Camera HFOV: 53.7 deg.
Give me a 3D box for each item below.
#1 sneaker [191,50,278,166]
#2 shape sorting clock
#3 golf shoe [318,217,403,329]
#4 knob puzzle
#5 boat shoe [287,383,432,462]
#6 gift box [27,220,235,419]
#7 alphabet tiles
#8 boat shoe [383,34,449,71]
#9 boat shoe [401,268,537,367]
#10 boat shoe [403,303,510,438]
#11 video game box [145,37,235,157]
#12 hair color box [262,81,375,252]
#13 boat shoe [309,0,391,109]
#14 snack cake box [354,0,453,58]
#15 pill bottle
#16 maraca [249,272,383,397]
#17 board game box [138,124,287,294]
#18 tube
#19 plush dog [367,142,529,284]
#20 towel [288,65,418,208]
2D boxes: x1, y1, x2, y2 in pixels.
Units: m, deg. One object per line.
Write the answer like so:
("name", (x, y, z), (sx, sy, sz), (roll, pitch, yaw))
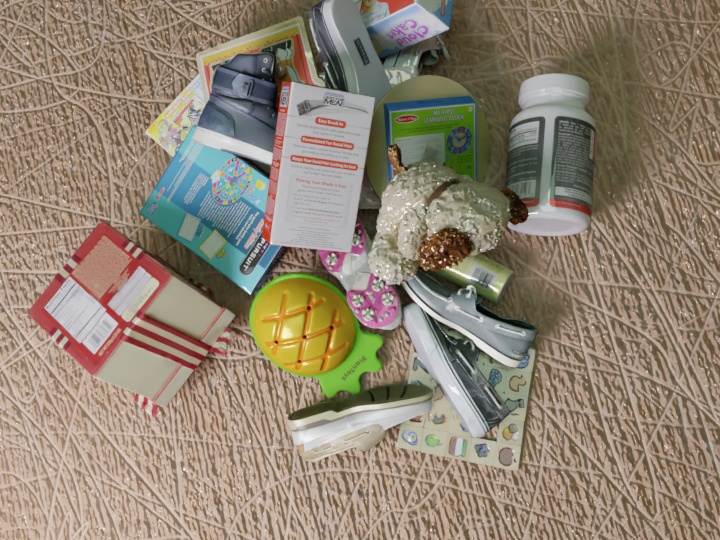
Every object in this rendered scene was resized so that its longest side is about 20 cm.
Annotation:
("sneaker", (-0.107, -0.210, 0.954), (0.202, 0.077, 0.147), (17, 95, -15))
("shape sorting clock", (0.094, -0.168, 0.988), (0.199, 0.039, 0.201), (-7, 107, -24))
("golf shoe", (0.000, 0.000, 0.997), (0.075, 0.092, 0.200), (-29, 66, 10))
("knob puzzle", (-0.141, -0.236, 1.008), (0.219, 0.030, 0.220), (2, 97, 18))
("boat shoe", (0.005, 0.206, 0.966), (0.199, 0.075, 0.069), (-14, 97, 7))
("gift box", (-0.295, 0.077, 0.965), (0.200, 0.187, 0.185), (38, 85, 28))
("alphabet tiles", (0.148, 0.159, 0.983), (0.167, 0.008, 0.201), (9, 81, 10))
("boat shoe", (0.094, -0.326, 1.044), (0.086, 0.075, 0.202), (22, 86, 11))
("boat shoe", (0.146, 0.048, 0.956), (0.200, 0.073, 0.062), (36, 114, 6))
("boat shoe", (0.129, 0.124, 0.961), (0.071, 0.072, 0.200), (-30, 87, -7))
("video game box", (-0.192, -0.220, 1.078), (0.182, 0.047, 0.200), (43, 88, 8))
("hair color box", (-0.055, -0.131, 0.908), (0.111, 0.064, 0.201), (6, 103, -20))
("boat shoe", (-0.016, -0.268, 0.968), (0.072, 0.068, 0.200), (-39, 114, -37))
("snack cake box", (0.039, -0.372, 0.996), (0.200, 0.067, 0.115), (-5, 68, 50))
("pill bottle", (0.259, -0.155, 0.969), (0.115, 0.116, 0.201), (5, 81, 9))
("maraca", (-0.060, 0.090, 0.978), (0.200, 0.107, 0.137), (41, 100, -12))
("board game box", (-0.190, -0.087, 1.014), (0.200, 0.047, 0.151), (36, 100, 3))
("tube", (0.116, -0.022, 1.002), (0.200, 0.058, 0.052), (28, 119, 17))
("plush dog", (0.110, -0.074, 0.882), (0.200, 0.161, 0.172), (-34, 36, -26))
("towel", (-0.009, -0.188, 1.021), (0.190, 0.032, 0.201), (0, 96, 6))
